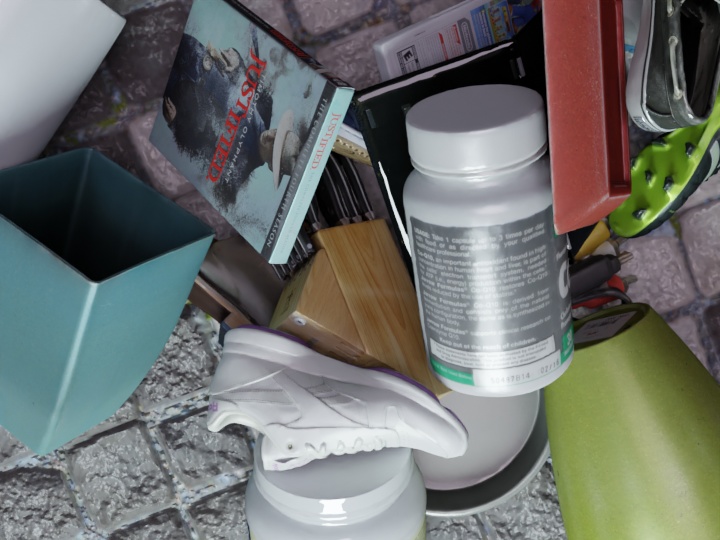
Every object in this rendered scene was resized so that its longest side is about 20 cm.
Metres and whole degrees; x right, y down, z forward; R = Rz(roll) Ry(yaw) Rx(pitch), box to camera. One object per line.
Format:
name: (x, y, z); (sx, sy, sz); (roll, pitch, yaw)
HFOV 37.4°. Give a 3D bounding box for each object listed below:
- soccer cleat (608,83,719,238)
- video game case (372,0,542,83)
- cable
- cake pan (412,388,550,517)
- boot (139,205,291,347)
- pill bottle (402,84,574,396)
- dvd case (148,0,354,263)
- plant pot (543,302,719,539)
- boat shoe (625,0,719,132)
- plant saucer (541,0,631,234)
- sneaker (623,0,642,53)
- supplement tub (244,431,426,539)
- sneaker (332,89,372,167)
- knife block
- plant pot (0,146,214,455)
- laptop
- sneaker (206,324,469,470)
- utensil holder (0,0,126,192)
soccer cleat: (0.283, -0.102, 0.869); (0.081, 0.068, 0.201); (25, 107, -37)
video game case: (0.113, -0.150, 0.851); (0.199, 0.018, 0.144); (-28, 116, -21)
cable: (0.154, 0.025, 0.904); (0.199, 0.050, 0.098); (-22, 109, -9)
cake pan: (0.075, 0.114, 0.931); (0.199, 0.037, 0.202); (0, 97, -1)
boot: (-0.111, -0.010, 0.912); (0.097, 0.075, 0.200); (-37, 87, -21)
pill bottle: (0.091, -0.021, 0.757); (0.112, 0.113, 0.201); (-9, 117, 0)
dvd case: (-0.092, -0.119, 0.825); (0.200, 0.022, 0.147); (43, 119, 37)
plant pot: (0.227, 0.136, 0.860); (0.186, 0.187, 0.201); (-24, 97, 2)
boat shoe: (0.247, -0.202, 0.781); (0.070, 0.064, 0.202); (7, 89, -26)
plant saucer: (0.165, -0.131, 0.755); (0.036, 0.199, 0.202); (-2, 94, 20)
sneaker: (0.282, -0.223, 0.853); (0.198, 0.087, 0.076); (-9, 93, -10)
supplement tub: (-0.018, 0.220, 0.861); (0.144, 0.145, 0.201); (-3, 120, 0)
sneaker: (0.033, -0.135, 0.861); (0.199, 0.070, 0.109); (20, 91, -29)
knife block: (0.000, 0.000, 0.874); (0.199, 0.064, 0.176); (31, 55, -14)
plant pot: (-0.235, 0.034, 0.844); (0.141, 0.141, 0.201); (32, 119, 18)
laptop: (0.112, -0.101, 0.847); (0.199, 0.116, 0.188); (-18, 115, 6)
sneaker: (-0.020, 0.114, 0.791); (0.199, 0.075, 0.100); (17, 71, 9)
utensil holder: (-0.303, -0.162, 0.828); (0.170, 0.170, 0.200); (37, 94, -5)
